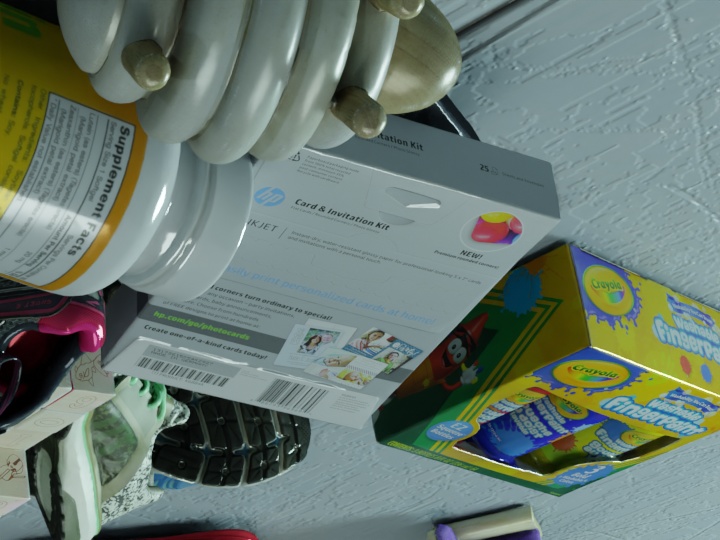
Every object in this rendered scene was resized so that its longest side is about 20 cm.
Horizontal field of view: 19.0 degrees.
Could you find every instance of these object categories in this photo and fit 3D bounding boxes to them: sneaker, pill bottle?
[{"bbox_3d":[-0.207,0.063,1.059,0.200,0.075,0.081,-47,139,14],"label":"sneaker"},{"bbox_3d":[-0.149,-0.053,0.937,0.199,0.112,0.111,21,142,-35],"label":"pill bottle"},{"bbox_3d":[-0.131,0.102,1.358,0.199,0.079,0.090,-3,172,-7],"label":"sneaker"},{"bbox_3d":[-0.143,0.073,1.244,0.088,0.077,0.201,-14,137,-27],"label":"sneaker"}]

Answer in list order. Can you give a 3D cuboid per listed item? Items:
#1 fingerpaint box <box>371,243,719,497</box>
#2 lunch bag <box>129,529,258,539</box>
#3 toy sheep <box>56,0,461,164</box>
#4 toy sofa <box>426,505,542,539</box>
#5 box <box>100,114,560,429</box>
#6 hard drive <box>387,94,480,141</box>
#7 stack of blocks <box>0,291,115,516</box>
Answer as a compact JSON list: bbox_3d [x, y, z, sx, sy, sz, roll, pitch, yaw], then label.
[{"bbox_3d":[0.129,0.070,1.353,0.166,0.074,0.200,-27,150,32],"label":"fingerpaint box"},{"bbox_3d":[-0.169,0.252,1.612,0.199,0.082,0.176,-4,153,-10],"label":"lunch bag"},{"bbox_3d":[-0.052,-0.106,0.871,0.199,0.138,0.138,16,147,-19],"label":"toy sheep"},{"bbox_3d":[0.113,0.286,1.646,0.082,0.201,0.098,-13,159,8],"label":"toy sofa"},{"bbox_3d":[-0.020,-0.001,1.068,0.155,0.041,0.200,14,140,-25],"label":"box"},{"bbox_3d":[-0.045,-0.054,1.076,0.199,0.043,0.135,-17,153,16],"label":"hard drive"},{"bbox_3d":[-0.220,0.076,1.189,0.058,0.116,0.200,12,148,-43],"label":"stack of blocks"}]
